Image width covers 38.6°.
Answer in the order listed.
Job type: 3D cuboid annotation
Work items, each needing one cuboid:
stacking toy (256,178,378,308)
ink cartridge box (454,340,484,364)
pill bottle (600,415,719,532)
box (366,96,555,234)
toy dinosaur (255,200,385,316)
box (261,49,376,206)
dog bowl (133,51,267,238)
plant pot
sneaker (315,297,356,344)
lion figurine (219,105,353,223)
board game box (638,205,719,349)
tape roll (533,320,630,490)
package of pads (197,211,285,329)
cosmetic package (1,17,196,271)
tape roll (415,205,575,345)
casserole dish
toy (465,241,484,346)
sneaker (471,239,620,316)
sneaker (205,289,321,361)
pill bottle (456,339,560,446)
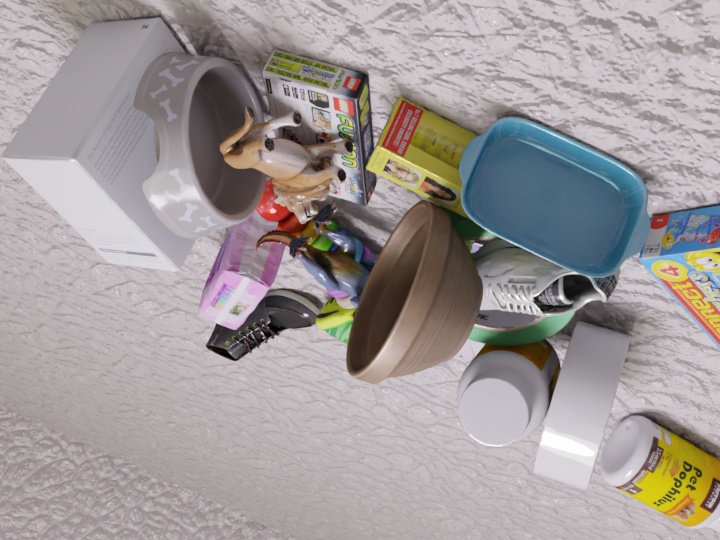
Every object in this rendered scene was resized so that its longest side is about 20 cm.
[{"bbox_3d":[-0.059,-0.040,1.323,0.200,0.086,0.085,42,149,-25],"label":"stacking toy"},{"bbox_3d":[0.155,0.069,1.378,0.162,0.057,0.200,22,158,5],"label":"ink cartridge box"},{"bbox_3d":[0.454,0.299,1.483,0.199,0.110,0.109,29,153,-11],"label":"pill bottle"},{"bbox_3d":[0.111,-0.101,1.071,0.199,0.076,0.050,27,152,-2],"label":"box"},{"bbox_3d":[0.000,0.000,1.269,0.182,0.105,0.200,46,162,-31],"label":"toy dinosaur"},{"bbox_3d":[-0.042,-0.153,1.143,0.109,0.035,0.200,18,153,13],"label":"box"},{"bbox_3d":[-0.164,-0.136,1.103,0.058,0.201,0.200,-3,145,24],"label":"dog bowl"},{"bbox_3d":[0.066,0.035,1.090,0.092,0.202,0.201,24,154,-12],"label":"plant pot"},{"bbox_3d":[0.016,0.073,1.477,0.083,0.074,0.200,40,159,-25],"label":"sneaker"},{"bbox_3d":[-0.090,-0.119,1.094,0.122,0.073,0.200,-7,155,38],"label":"lion figurine"},{"bbox_3d":[0.419,0.010,1.037,0.200,0.056,0.195,40,149,-30],"label":"board game box"},{"bbox_3d":[0.278,0.167,1.285,0.070,0.203,0.203,15,153,15],"label":"tape roll"},{"bbox_3d":[-0.160,-0.007,1.414,0.075,0.121,0.200,23,154,-10],"label":"package of pads"},{"bbox_3d":[-0.257,-0.140,1.158,0.122,0.200,0.200,6,148,32],"label":"cosmetic package"},{"bbox_3d":[0.156,0.002,1.189,0.199,0.048,0.201,11,136,10],"label":"tape roll"},{"bbox_3d":[0.189,-0.070,1.021,0.199,0.122,0.039,25,172,-1],"label":"casserole dish"},{"bbox_3d":[0.116,0.038,1.306,0.114,0.047,0.201,15,139,14],"label":"toy"},{"bbox_3d":[0.181,0.013,1.098,0.199,0.081,0.076,-16,127,36],"label":"sneaker"},{"bbox_3d":[-0.150,0.094,1.608,0.199,0.107,0.075,-1,145,41],"label":"sneaker"},{"bbox_3d":[0.180,0.145,1.257,0.110,0.112,0.200,17,-166,14],"label":"pill bottle"}]
